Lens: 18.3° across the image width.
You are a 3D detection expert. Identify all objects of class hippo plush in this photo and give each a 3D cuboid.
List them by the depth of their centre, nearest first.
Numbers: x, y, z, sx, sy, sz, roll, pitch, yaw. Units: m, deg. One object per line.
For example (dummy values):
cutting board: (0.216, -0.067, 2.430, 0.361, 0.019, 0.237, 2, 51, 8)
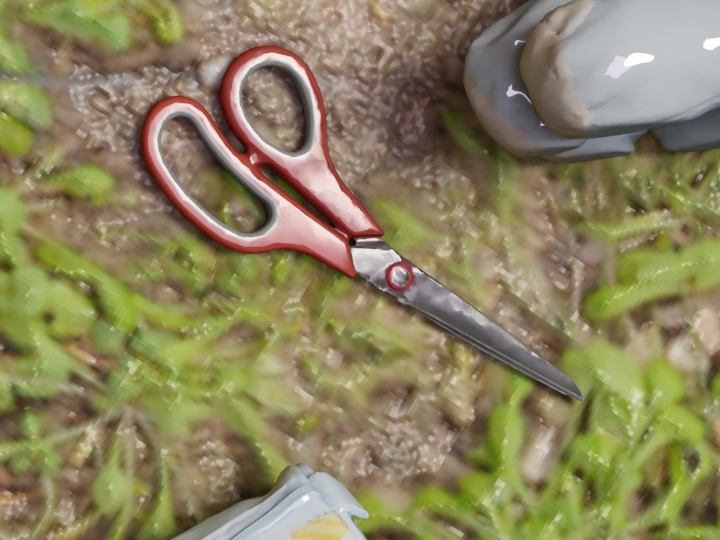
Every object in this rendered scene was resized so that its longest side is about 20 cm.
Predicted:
hippo plush: (0.116, -0.130, 0.794, 0.159, 0.200, 0.161, -5, 86, -34)

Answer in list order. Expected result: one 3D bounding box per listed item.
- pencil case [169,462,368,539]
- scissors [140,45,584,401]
pencil case: (-0.083, 0.147, 0.802, 0.200, 0.083, 0.091, -27, 117, -13)
scissors: (0.000, 0.000, 0.854, 0.073, 0.014, 0.200, -44, 105, -11)
